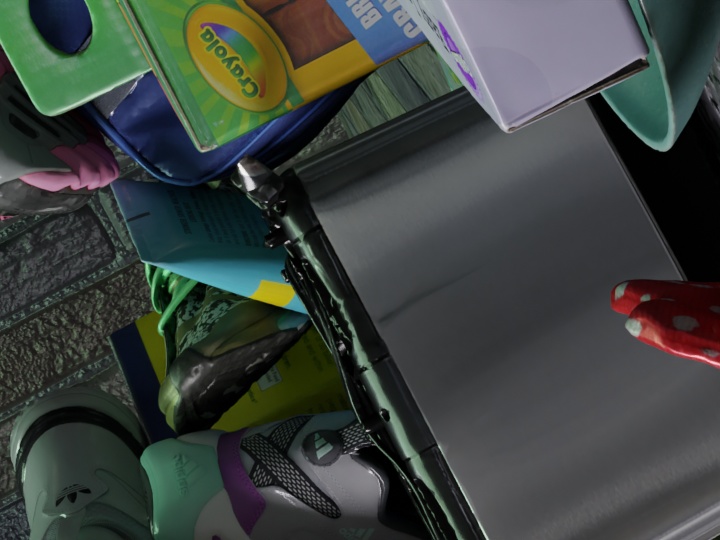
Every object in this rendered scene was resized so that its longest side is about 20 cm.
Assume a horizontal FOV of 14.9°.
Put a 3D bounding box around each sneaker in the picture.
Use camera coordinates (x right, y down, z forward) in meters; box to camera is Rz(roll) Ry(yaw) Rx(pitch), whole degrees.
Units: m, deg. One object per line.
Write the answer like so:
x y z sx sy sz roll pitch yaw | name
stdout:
-0.068 0.004 1.148 0.089 0.077 0.200 41 -164 -7 | sneaker
-0.154 -0.041 1.120 0.079 0.095 0.200 45 -176 -8 | sneaker
-0.099 0.157 1.224 0.115 0.075 0.200 -103 -8 -57 | sneaker
0.001 0.112 1.138 0.200 0.140 0.078 62 -166 -66 | sneaker

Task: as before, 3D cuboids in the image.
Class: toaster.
0.051 0.028 0.965 0.181 0.118 0.200 62 179 5 | toaster

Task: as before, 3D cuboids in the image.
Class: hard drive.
0.110 -0.020 1.038 0.140 0.033 0.200 63 178 -8 | hard drive

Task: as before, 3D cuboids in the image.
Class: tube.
0.000 0.000 1.102 0.077 0.200 0.051 -129 55 -65 | tube

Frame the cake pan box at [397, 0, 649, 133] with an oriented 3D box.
0.002 -0.152 0.762 0.184 0.052 0.200 61 179 -30 | cake pan box

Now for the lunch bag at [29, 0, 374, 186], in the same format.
-0.039 -0.132 1.106 0.136 0.200 0.132 44 -171 1 | lunch bag

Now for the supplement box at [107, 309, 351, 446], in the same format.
0.004 0.049 1.265 0.109 0.200 0.110 64 179 -39 | supplement box

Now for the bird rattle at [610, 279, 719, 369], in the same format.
0.138 0.073 0.682 0.163 0.113 0.200 45 -169 -30 | bird rattle

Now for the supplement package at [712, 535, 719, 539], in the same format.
0.120 0.188 1.177 0.147 0.200 0.191 63 177 -17 | supplement package

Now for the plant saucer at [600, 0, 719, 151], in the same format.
0.058 -0.131 0.802 0.200 0.036 0.200 63 178 4 | plant saucer

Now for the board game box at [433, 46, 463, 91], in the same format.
0.091 -0.038 1.270 0.200 0.034 0.135 61 178 36 | board game box

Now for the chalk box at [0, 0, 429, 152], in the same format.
-0.037 -0.124 0.957 0.125 0.200 0.124 62 178 -11 | chalk box
